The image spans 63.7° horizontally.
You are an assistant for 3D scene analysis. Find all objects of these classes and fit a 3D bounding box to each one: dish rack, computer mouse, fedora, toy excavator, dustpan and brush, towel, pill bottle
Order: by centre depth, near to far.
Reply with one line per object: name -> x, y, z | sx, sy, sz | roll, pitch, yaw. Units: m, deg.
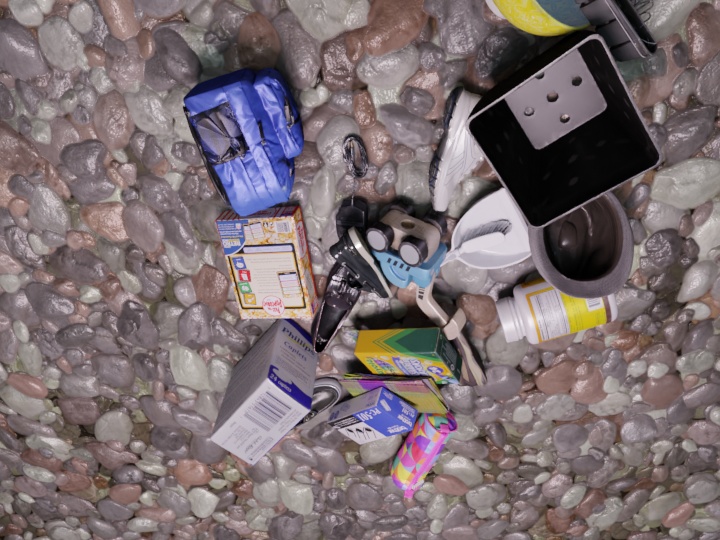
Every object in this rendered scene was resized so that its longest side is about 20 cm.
dish rack -> 0.340, -0.390, 0.762 | 0.152, 0.204, 0.054 | 37, 152, -28
fedora -> 0.354, -0.049, 0.965 | 0.171, 0.090, 0.206 | -7, 80, -2
computer mouse -> -0.011, -0.131, 1.006 | 0.057, 0.034, 0.206 | 10, 114, 16
toy excavator -> 0.104, 0.006, 1.011 | 0.191, 0.100, 0.204 | 25, 137, 22
dustpan and brush -> 0.191, -0.044, 1.018 | 0.196, 0.058, 0.141 | -19, 119, 34
pill bottle -> 0.347, 0.064, 1.042 | 0.195, 0.110, 0.111 | -18, 116, 12
towel -> 0.069, 0.240, 1.135 | 0.195, 0.023, 0.144 | -4, 144, 30

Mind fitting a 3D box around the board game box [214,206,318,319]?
board game box -> -0.166, -0.009, 1.051 | 0.147, 0.047, 0.205 | -1, 118, 14

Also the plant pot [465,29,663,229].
plant pot -> 0.287, -0.224, 0.844 | 0.197, 0.179, 0.200 | -29, 115, 30

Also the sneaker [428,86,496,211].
sneaker -> 0.163, -0.187, 0.942 | 0.084, 0.075, 0.205 | 10, 119, -8

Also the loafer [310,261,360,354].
loafer -> -0.045, 0.070, 1.090 | 0.070, 0.063, 0.204 | 20, 117, -7

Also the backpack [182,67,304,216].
backpack -> -0.167, -0.196, 0.900 | 0.163, 0.164, 0.205 | -14, 116, 6

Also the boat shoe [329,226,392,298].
boat shoe -> 0.001, 0.002, 1.012 | 0.065, 0.076, 0.200 | -29, 150, 5

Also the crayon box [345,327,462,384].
crayon box -> 0.076, 0.161, 1.077 | 0.195, 0.053, 0.126 | -5, 144, 32

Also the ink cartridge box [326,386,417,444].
ink cartridge box -> 0.020, 0.295, 1.165 | 0.093, 0.045, 0.199 | 35, 144, -14

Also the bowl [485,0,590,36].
bowl -> 0.228, -0.405, 0.789 | 0.200, 0.202, 0.107 | 45, 153, -20

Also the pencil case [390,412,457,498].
pencil case -> 0.133, 0.384, 1.236 | 0.086, 0.089, 0.204 | 18, 117, -7

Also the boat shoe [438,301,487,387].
boat shoe -> 0.180, 0.153, 1.118 | 0.072, 0.075, 0.203 | -23, 113, 14

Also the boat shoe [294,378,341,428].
boat shoe -> -0.124, 0.294, 1.215 | 0.197, 0.057, 0.069 | -29, 113, 17

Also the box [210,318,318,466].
box -> -0.174, 0.222, 1.098 | 0.104, 0.202, 0.184 | 37, 114, -18
